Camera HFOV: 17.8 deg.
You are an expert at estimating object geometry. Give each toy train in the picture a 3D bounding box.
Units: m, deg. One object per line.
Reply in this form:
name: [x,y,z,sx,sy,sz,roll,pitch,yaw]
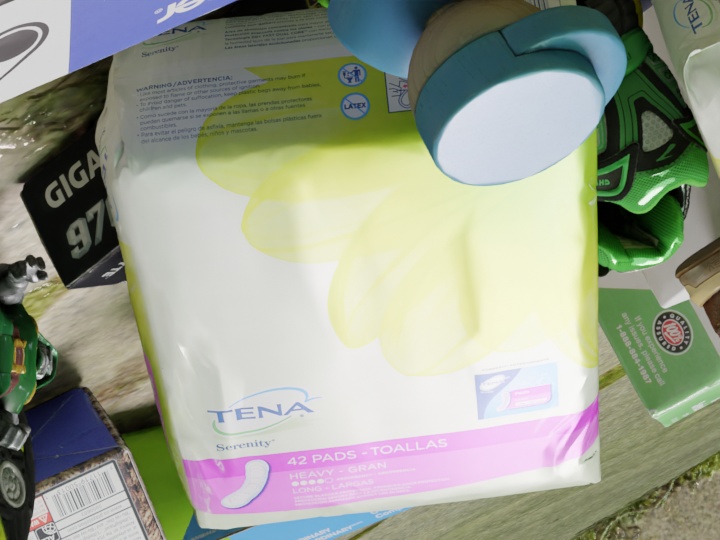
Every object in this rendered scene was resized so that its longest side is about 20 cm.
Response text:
toy train: [0.038,-0.121,0.494,0.084,0.116,0.201,-8,145,-29]

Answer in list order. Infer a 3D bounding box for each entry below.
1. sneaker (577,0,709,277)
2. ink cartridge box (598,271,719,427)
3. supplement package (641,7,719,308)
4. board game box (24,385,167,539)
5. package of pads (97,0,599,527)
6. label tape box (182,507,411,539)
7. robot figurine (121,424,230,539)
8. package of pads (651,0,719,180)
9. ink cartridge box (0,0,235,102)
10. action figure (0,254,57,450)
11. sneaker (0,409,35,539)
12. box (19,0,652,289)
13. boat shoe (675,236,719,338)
sneaker: [0.076,-0.027,0.866,0.078,0.086,0.200,-26,168,-11]
ink cartridge box: [0.204,-0.032,1.161,0.199,0.146,0.087,-30,167,8]
supplement package: [0.196,-0.088,1.000,0.116,0.118,0.200,-18,163,-35]
board game box: [-0.158,0.187,1.109,0.158,0.201,0.097,-24,-159,-11]
package of pads: [0.000,0.000,0.764,0.153,0.069,0.201,-6,138,1]
label tape box: [0.003,0.076,1.091,0.143,0.064,0.200,-23,-156,19]
robot figurine: [-0.115,0.146,1.258,0.199,0.116,0.176,-10,138,-51]
package of pads: [0.156,-0.050,0.802,0.068,0.155,0.201,-24,126,12]
ink cartridge box: [-0.095,-0.083,0.608,0.199,0.044,0.094,-25,167,-15]
action figure: [-0.143,0.030,0.841,0.054,0.119,0.200,5,177,4]
sneaker: [-0.179,0.113,0.910,0.076,0.201,0.076,-17,137,22]
box: [-0.006,-0.065,0.845,0.200,0.046,0.158,-36,164,32]
boat shoe: [0.206,0.014,0.998,0.072,0.068,0.199,-35,163,31]
